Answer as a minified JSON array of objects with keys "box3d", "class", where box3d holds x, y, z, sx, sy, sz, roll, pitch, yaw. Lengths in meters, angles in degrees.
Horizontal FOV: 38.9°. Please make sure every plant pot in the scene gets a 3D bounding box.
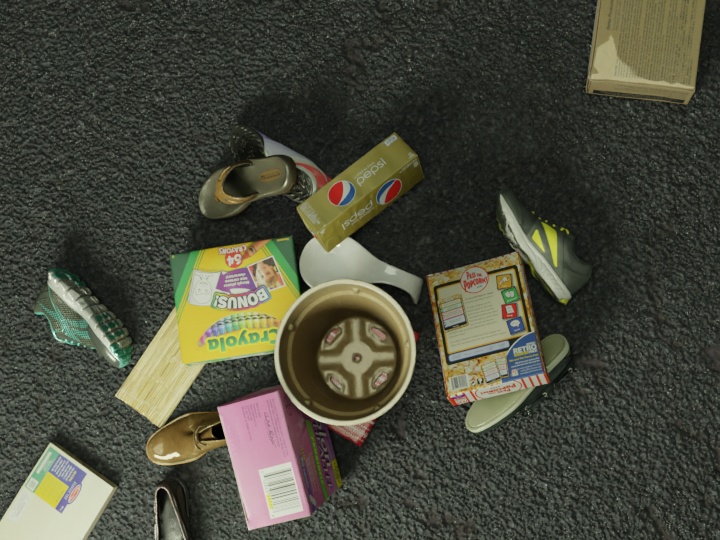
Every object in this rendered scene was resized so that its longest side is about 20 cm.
[{"box3d":[-0.014,0.125,1.495,0.197,0.184,0.203,-1,82,5],"class":"plant pot"}]

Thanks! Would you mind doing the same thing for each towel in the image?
[{"box3d":[-0.012,0.152,1.597,0.143,0.022,0.202,28,87,10],"class":"towel"}]

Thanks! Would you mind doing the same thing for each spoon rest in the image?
[{"box3d":[0.000,0.000,1.595,0.197,0.061,0.101,15,75,7],"class":"spoon rest"}]

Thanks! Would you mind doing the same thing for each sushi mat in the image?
[{"box3d":[-0.301,0.145,1.638,0.095,0.012,0.201,34,87,11],"class":"sushi mat"}]

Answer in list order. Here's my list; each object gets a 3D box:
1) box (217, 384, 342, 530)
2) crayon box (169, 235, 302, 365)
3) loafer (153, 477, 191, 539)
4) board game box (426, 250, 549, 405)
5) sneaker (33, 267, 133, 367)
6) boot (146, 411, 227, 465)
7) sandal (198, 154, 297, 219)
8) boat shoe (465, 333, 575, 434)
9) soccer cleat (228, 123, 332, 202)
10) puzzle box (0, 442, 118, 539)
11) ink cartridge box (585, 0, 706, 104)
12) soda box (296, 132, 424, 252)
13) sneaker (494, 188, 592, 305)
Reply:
[{"box3d":[-0.112,0.260,1.490,0.095,0.200,0.178,-16,87,11],"class":"box"},{"box3d":[-0.190,0.049,1.606,0.197,0.058,0.175,-9,80,-1],"class":"crayon box"},{"box3d":[-0.292,0.423,1.572,0.071,0.063,0.203,-10,81,6],"class":"loafer"},{"box3d":[0.189,0.086,1.530,0.150,0.046,0.202,-14,63,13],"class":"board game box"},{"box3d":[-0.449,0.092,1.645,0.200,0.077,0.091,46,105,14],"class":"sneaker"},{"box3d":[-0.248,0.253,1.586,0.197,0.075,0.075,-17,82,6],"class":"boot"},{"box3d":[-0.188,-0.133,1.609,0.198,0.054,0.083,-11,91,34],"class":"sandal"},{"box3d":[0.247,0.185,1.540,0.199,0.074,0.066,-45,122,-8],"class":"boat shoe"},{"box3d":[-0.131,-0.174,1.645,0.199,0.073,0.069,35,118,26],"class":"soccer cleat"},{"box3d":[-0.491,0.394,1.620,0.132,0.025,0.201,32,87,11],"class":"puzzle box"},{"box3d":[0.446,-0.372,1.588,0.162,0.075,0.203,9,84,10],"class":"ink cartridge box"},{"box3d":[0.001,-0.122,1.592,0.199,0.068,0.064,-37,60,-6],"class":"soda box"},{"box3d":[0.281,-0.047,1.570,0.084,0.074,0.201,-33,88,-5],"class":"sneaker"}]
